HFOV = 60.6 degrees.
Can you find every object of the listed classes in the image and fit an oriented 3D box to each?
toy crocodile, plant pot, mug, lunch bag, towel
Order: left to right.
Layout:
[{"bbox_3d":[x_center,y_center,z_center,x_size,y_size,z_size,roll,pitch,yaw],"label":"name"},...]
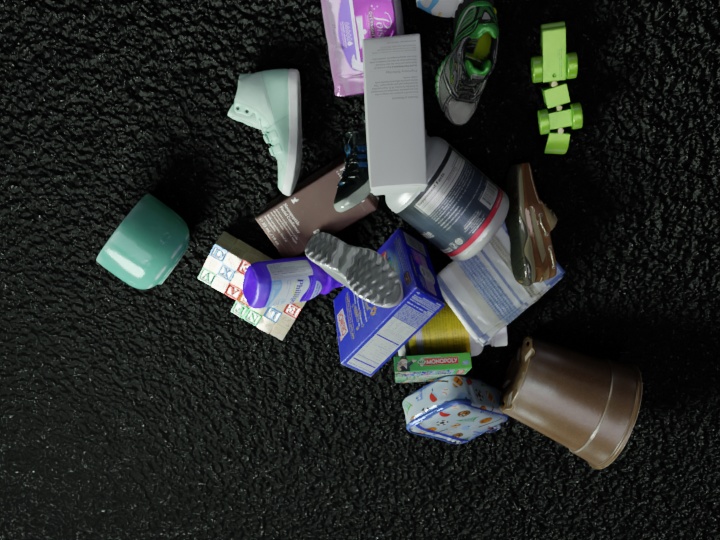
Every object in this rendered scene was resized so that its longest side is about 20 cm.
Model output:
[{"bbox_3d":[-0.382,-0.046,1.121,0.114,0.185,0.153,37,91,-15],"label":"mug"},{"bbox_3d":[0.184,0.277,1.196,0.160,0.076,0.199,-37,136,28],"label":"lunch bag"},{"bbox_3d":[0.238,0.013,1.068,0.199,0.024,0.148,-38,86,-3],"label":"towel"},{"bbox_3d":[0.303,-0.279,0.959,0.066,0.062,0.203,-8,111,12],"label":"toy crocodile"},{"bbox_3d":[0.373,0.229,1.134,0.196,0.201,0.203,21,118,5],"label":"plant pot"}]

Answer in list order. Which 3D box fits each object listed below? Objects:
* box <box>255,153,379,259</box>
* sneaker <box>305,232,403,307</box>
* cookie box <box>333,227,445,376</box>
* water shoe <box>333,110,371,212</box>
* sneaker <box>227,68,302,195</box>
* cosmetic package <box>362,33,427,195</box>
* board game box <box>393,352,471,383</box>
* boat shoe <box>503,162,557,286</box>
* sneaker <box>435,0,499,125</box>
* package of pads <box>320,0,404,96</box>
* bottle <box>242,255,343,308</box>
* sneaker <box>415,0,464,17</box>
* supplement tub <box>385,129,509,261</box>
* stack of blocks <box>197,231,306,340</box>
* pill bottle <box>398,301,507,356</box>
[{"bbox_3d":[-0.075,-0.110,1.080,0.198,0.075,0.101,-30,109,18],"label":"box"},{"bbox_3d":[0.000,0.000,1.028,0.199,0.082,0.075,35,87,32],"label":"sneaker"},{"bbox_3d":[0.042,0.056,1.086,0.075,0.172,0.200,29,119,-27],"label":"cookie box"},{"bbox_3d":[-0.006,-0.179,0.977,0.079,0.201,0.071,45,144,-24],"label":"water shoe"},{"bbox_3d":[-0.157,-0.227,1.021,0.116,0.074,0.204,1,101,1],"label":"sneaker"},{"bbox_3d":[0.048,-0.214,0.873,0.083,0.108,0.204,-4,94,3],"label":"cosmetic package"},{"bbox_3d":[0.128,0.182,1.139,0.132,0.200,0.030,-4,74,2],"label":"board game box"},{"bbox_3d":[0.288,-0.078,1.033,0.073,0.076,0.204,-7,93,-7],"label":"boat shoe"},{"bbox_3d":[0.159,-0.300,0.927,0.077,0.086,0.201,0,142,-2],"label":"sneaker"},{"bbox_3d":[0.006,-0.376,0.934,0.118,0.076,0.203,-5,116,9],"label":"package of pads"},{"bbox_3d":[-0.108,0.016,1.096,0.197,0.066,0.084,-7,140,-34],"label":"bottle"},{"bbox_3d":[0.131,-0.466,0.871,0.079,0.077,0.203,8,118,-5],"label":"sneaker"},{"bbox_3d":[0.130,-0.125,1.007,0.199,0.141,0.141,37,115,-11],"label":"supplement tub"},{"bbox_3d":[-0.203,0.030,1.173,0.198,0.059,0.116,31,117,-8],"label":"stack of blocks"},{"bbox_3d":[0.166,0.104,1.133,0.196,0.112,0.113,-6,116,10],"label":"pill bottle"}]
